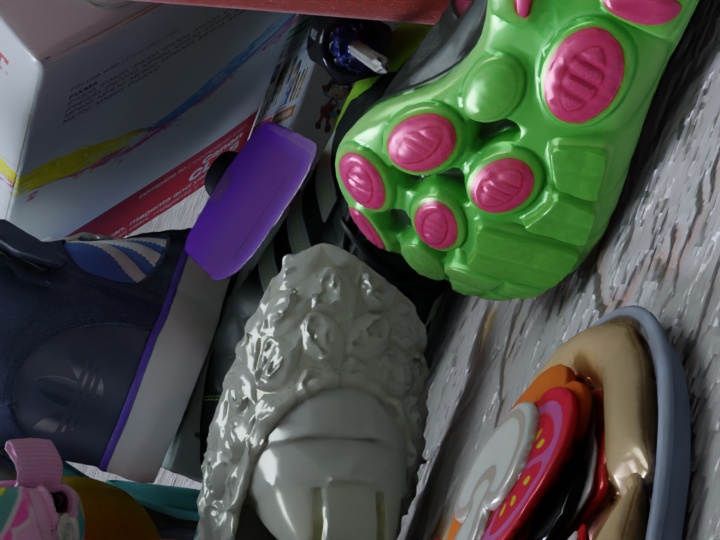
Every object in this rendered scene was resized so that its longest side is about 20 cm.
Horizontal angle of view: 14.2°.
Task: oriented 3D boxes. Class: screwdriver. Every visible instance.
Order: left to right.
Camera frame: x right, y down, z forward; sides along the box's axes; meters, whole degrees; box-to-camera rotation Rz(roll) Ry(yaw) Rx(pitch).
[{"bbox_3d":[-0.003,-0.064,0.885,0.029,0.028,0.200,-46,7,7],"label":"screwdriver"}]

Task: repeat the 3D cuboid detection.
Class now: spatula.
[{"bbox_3d":[-0.044,-0.028,1.035,0.057,0.021,0.200,-57,7,1],"label":"spatula"}]

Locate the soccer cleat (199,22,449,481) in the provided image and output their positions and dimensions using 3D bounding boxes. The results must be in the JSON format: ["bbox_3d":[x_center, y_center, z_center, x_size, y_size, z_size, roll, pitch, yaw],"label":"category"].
[{"bbox_3d":[0.000,0.000,0.956,0.081,0.067,0.200,162,130,-80],"label":"soccer cleat"}]

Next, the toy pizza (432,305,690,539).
[{"bbox_3d":[0.022,0.099,0.662,0.200,0.032,0.200,-160,90,-82],"label":"toy pizza"}]

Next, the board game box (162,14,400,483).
[{"bbox_3d":[-0.021,-0.009,1.134,0.148,0.064,0.200,176,113,-81],"label":"board game box"}]

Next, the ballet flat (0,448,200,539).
[{"bbox_3d":[-0.104,0.104,1.088,0.200,0.073,0.073,26,-98,-55],"label":"ballet flat"}]

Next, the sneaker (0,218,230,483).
[{"bbox_3d":[-0.127,0.008,1.035,0.200,0.146,0.081,-91,23,-77],"label":"sneaker"}]

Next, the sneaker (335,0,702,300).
[{"bbox_3d":[0.056,-0.064,0.765,0.084,0.077,0.200,-53,-3,-43],"label":"sneaker"}]

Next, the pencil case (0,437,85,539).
[{"bbox_3d":[-0.098,0.154,0.843,0.087,0.087,0.200,126,131,-63],"label":"pencil case"}]

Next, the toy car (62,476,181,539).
[{"bbox_3d":[-0.100,0.176,0.976,0.150,0.175,0.200,19,87,46],"label":"toy car"}]

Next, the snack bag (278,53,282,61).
[{"bbox_3d":[-0.024,-0.215,1.147,0.200,0.021,0.189,103,172,-50],"label":"snack bag"}]

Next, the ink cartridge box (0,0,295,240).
[{"bbox_3d":[-0.120,-0.109,1.087,0.145,0.145,0.200,-33,-14,-27],"label":"ink cartridge box"}]

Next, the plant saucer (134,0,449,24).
[{"bbox_3d":[-0.012,-0.128,0.931,0.200,0.200,0.037,-84,-2,-62],"label":"plant saucer"}]

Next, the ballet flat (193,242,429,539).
[{"bbox_3d":[-0.017,0.095,0.866,0.072,0.072,0.200,-109,33,-78],"label":"ballet flat"}]
